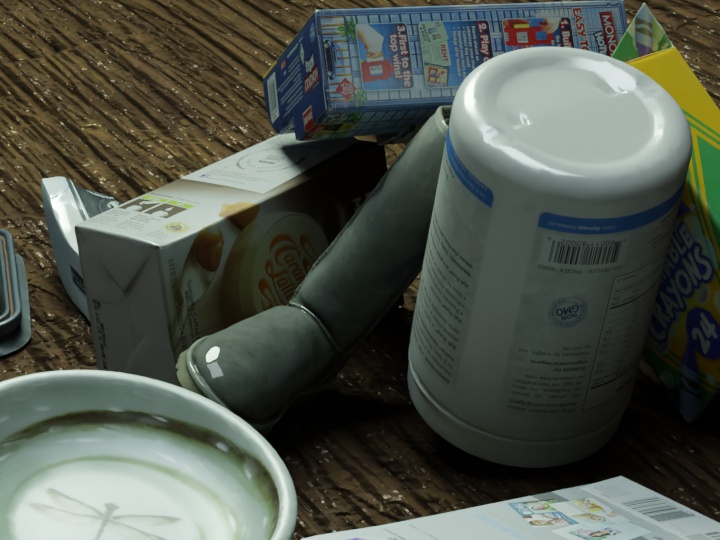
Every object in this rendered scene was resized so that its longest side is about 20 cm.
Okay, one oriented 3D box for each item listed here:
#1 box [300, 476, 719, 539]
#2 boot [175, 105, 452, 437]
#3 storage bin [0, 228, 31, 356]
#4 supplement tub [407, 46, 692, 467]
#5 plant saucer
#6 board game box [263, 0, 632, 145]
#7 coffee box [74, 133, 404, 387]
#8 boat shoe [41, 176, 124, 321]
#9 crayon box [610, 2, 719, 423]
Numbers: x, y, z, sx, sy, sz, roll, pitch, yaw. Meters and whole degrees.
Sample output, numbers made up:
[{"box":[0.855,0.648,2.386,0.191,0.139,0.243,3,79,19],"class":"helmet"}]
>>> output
[{"box":[0.094,0.153,1.359,0.199,0.041,0.156,-7,18,-34],"class":"box"},{"box":[-0.002,-0.001,1.610,0.200,0.073,0.182,-43,-4,23],"class":"boot"},{"box":[-0.300,-0.032,1.877,0.145,0.135,0.200,-9,20,-5],"class":"storage bin"},{"box":[0.100,-0.007,1.549,0.131,0.201,0.132,6,40,-5],"class":"supplement tub"},{"box":[-0.134,0.129,1.483,0.199,0.050,0.201,8,32,-5],"class":"plant saucer"},{"box":[0.055,-0.116,1.718,0.199,0.062,0.200,-5,-6,-11],"class":"board game box"},{"box":[-0.071,-0.003,1.755,0.079,0.115,0.200,12,29,41],"class":"coffee box"},{"box":[-0.160,-0.013,1.869,0.067,0.072,0.200,-15,25,-15],"class":"boat shoe"},{"box":[0.172,-0.031,1.598,0.051,0.126,0.201,-19,65,-30],"class":"crayon box"}]
